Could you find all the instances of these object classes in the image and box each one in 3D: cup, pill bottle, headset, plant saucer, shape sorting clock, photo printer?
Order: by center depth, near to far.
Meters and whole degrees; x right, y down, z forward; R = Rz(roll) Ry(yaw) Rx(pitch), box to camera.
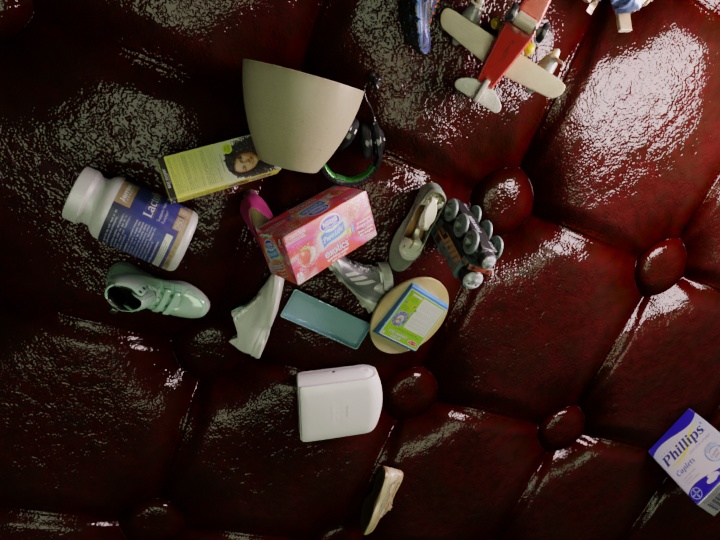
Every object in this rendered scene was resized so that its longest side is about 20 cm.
[{"bbox_3d":[-0.104,-0.243,0.848,0.196,0.201,0.146,8,107,-17],"label":"cup"},{"bbox_3d":[-0.394,-0.090,0.901,0.197,0.116,0.117,26,106,-23],"label":"pill bottle"},{"bbox_3d":[-0.008,-0.257,0.959,0.121,0.095,0.202,13,126,-19],"label":"headset"},{"bbox_3d":[-0.073,0.105,1.124,0.197,0.019,0.071,27,105,-22],"label":"plant saucer"},{"bbox_3d":[0.107,0.100,1.141,0.196,0.039,0.204,-16,126,-23],"label":"shape sorting clock"},{"bbox_3d":[-0.046,0.302,1.190,0.195,0.070,0.170,-4,115,-12],"label":"photo printer"}]

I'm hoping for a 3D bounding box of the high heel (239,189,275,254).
[{"bbox_3d":[-0.168,-0.054,0.983,0.067,0.096,0.202,-31,117,2],"label":"high heel"}]

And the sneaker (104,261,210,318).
[{"bbox_3d":[-0.380,0.061,0.972,0.198,0.119,0.075,24,105,-24],"label":"sneaker"}]

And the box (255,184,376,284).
[{"bbox_3d":[-0.078,-0.071,0.953,0.198,0.099,0.097,-33,123,-30],"label":"box"}]

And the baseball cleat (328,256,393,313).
[{"bbox_3d":[0.000,0.000,1.074,0.106,0.070,0.200,-41,127,0],"label":"baseball cleat"}]

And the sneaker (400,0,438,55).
[{"bbox_3d":[0.114,-0.474,0.878,0.077,0.076,0.204,-7,117,-14],"label":"sneaker"}]

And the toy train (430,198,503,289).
[{"bbox_3d":[0.205,-0.055,1.026,0.084,0.202,0.115,10,126,-24],"label":"toy train"}]

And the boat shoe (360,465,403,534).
[{"bbox_3d":[0.055,0.605,1.352,0.063,0.071,0.204,15,108,-19],"label":"boat shoe"}]

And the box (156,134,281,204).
[{"bbox_3d":[-0.243,-0.180,0.900,0.197,0.050,0.077,-21,96,-18],"label":"box"}]

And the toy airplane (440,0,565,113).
[{"bbox_3d":[0.257,-0.392,0.928,0.195,0.143,0.202,-3,133,30],"label":"toy airplane"}]

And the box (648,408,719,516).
[{"bbox_3d":[0.966,0.538,1.473,0.104,0.201,0.185,30,104,-23],"label":"box"}]

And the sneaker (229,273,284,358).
[{"bbox_3d":[-0.215,0.084,1.052,0.087,0.076,0.203,21,112,-5],"label":"sneaker"}]

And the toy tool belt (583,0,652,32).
[{"bbox_3d":[0.427,-0.516,0.908,0.197,0.125,0.125,20,100,-20],"label":"toy tool belt"}]

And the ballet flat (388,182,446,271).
[{"bbox_3d":[0.114,-0.080,1.059,0.066,0.064,0.203,17,109,-20],"label":"ballet flat"}]
